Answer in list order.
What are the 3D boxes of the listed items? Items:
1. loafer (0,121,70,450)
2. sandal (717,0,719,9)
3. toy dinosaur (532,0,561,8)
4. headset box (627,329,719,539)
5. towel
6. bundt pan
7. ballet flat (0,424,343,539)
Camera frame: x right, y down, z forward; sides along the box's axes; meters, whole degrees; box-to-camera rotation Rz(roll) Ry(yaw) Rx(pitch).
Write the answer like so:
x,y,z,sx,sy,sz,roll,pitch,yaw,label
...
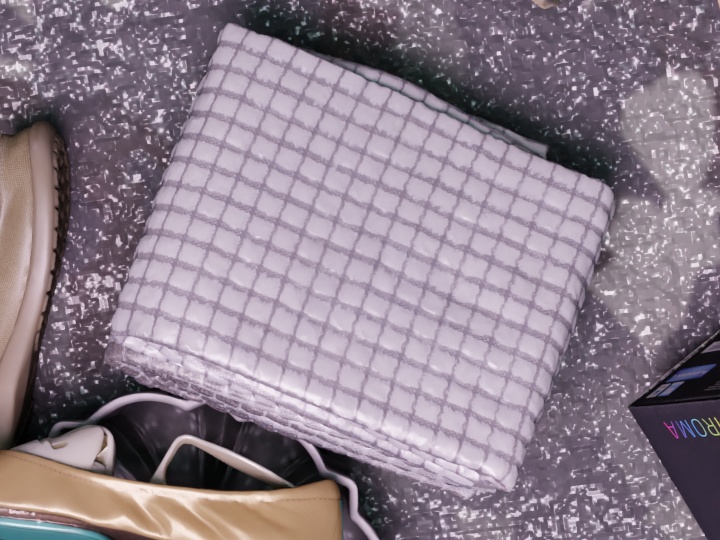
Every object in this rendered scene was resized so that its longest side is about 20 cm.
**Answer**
x,y,z,sx,sy,sz,roll,pitch,yaw,label
-0.183,0.024,1.177,0.067,0.076,0.202,12,103,-4,loafer
0.220,-0.077,1.123,0.077,0.070,0.213,-21,100,9,sandal
0.021,-0.198,1.077,0.087,0.047,0.201,-16,104,1,toy dinosaur
0.241,0.114,1.103,0.093,0.174,0.201,-36,100,-24,headset box
0.000,0.000,1.123,0.199,0.086,0.167,21,68,-4,towel
-0.082,0.146,1.195,0.200,0.076,0.204,1,102,4,bundt pan
-0.103,0.103,1.126,0.198,0.069,0.064,12,76,0,ballet flat
